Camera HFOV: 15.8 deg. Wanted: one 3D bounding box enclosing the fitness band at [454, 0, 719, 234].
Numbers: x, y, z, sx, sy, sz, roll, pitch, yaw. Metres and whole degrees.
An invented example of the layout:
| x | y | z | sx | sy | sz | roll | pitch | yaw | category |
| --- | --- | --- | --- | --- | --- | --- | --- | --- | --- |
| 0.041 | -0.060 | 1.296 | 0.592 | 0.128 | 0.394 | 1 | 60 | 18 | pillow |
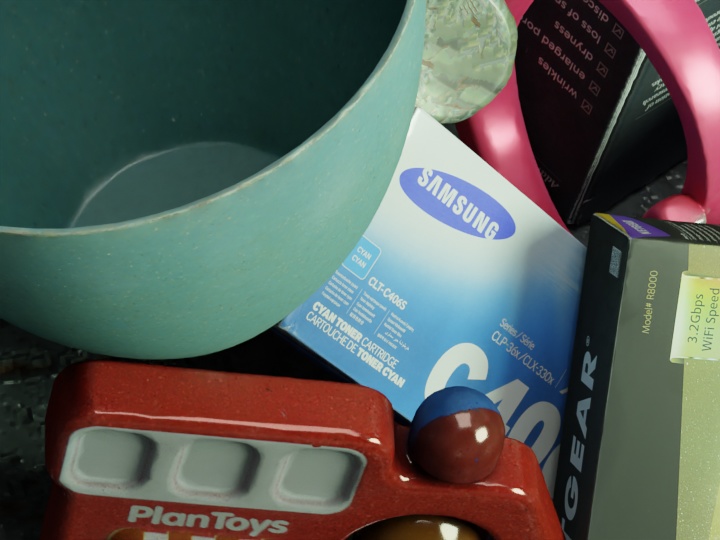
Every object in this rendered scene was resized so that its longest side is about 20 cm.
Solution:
| x | y | z | sx | sy | sz | roll | pitch | yaw | category |
| --- | --- | --- | --- | --- | --- | --- | --- | --- | --- |
| 0.090 | -0.065 | 1.042 | 0.037 | 0.200 | 0.144 | -24 | 81 | -20 | fitness band |

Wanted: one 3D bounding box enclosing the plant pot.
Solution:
| x | y | z | sx | sy | sz | roll | pitch | yaw | category |
| --- | --- | --- | --- | --- | --- | --- | --- | --- | --- |
| -0.068 | -0.048 | 0.863 | 0.199 | 0.135 | 0.201 | -6 | 51 | 7 | plant pot |

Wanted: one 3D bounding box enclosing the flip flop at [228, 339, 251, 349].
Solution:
| x | y | z | sx | sy | sz | roll | pitch | yaw | category |
| --- | --- | --- | --- | --- | --- | --- | --- | --- | --- |
| -0.093 | -0.031 | 1.075 | 0.081 | 0.058 | 0.200 | 18 | 27 | -43 | flip flop |

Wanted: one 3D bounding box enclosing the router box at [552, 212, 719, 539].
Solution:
| x | y | z | sx | sy | sz | roll | pitch | yaw | category |
| --- | --- | --- | --- | --- | --- | --- | --- | --- | --- |
| 0.155 | 0.085 | 0.977 | 0.157 | 0.201 | 0.052 | 4 | 11 | -12 | router box |

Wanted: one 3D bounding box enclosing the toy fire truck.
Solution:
| x | y | z | sx | sy | sz | roll | pitch | yaw | category |
| --- | --- | --- | --- | --- | --- | --- | --- | --- | --- |
| -0.019 | 0.097 | 0.927 | 0.199 | 0.168 | 0.112 | 7 | 53 | -10 | toy fire truck |

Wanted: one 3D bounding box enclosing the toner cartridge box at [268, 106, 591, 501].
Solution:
| x | y | z | sx | sy | sz | roll | pitch | yaw | category |
| --- | --- | --- | --- | --- | --- | --- | --- | --- | --- |
| 0.046 | 0.023 | 0.984 | 0.043 | 0.200 | 0.095 | 24 | 81 | 51 | toner cartridge box |

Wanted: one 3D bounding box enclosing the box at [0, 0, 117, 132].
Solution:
| x | y | z | sx | sy | sz | roll | pitch | yaw | category |
| --- | --- | --- | --- | --- | --- | --- | --- | --- | --- |
| -0.134 | -0.112 | 1.035 | 0.148 | 0.105 | 0.200 | -40 | 47 | -19 | box |

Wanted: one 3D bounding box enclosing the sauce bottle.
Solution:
| x | y | z | sx | sy | sz | roll | pitch | yaw | category |
| --- | --- | --- | --- | --- | --- | --- | --- | --- | --- |
| 0.007 | -0.118 | 1.063 | 0.064 | 0.065 | 0.200 | -1 | 23 | -16 | sauce bottle |

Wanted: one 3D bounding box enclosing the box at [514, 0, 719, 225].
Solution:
| x | y | z | sx | sy | sz | roll | pitch | yaw | category |
| --- | --- | --- | --- | --- | --- | --- | --- | --- | --- |
| 0.090 | -0.166 | 1.137 | 0.124 | 0.197 | 0.200 | -30 | 66 | -33 | box |
